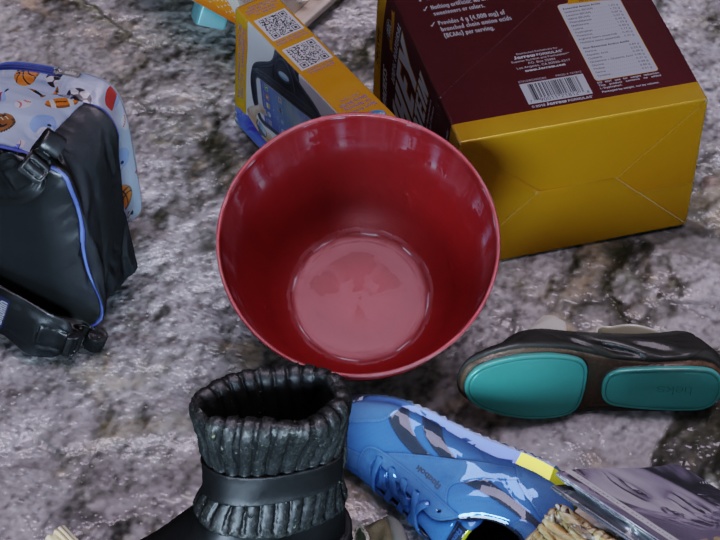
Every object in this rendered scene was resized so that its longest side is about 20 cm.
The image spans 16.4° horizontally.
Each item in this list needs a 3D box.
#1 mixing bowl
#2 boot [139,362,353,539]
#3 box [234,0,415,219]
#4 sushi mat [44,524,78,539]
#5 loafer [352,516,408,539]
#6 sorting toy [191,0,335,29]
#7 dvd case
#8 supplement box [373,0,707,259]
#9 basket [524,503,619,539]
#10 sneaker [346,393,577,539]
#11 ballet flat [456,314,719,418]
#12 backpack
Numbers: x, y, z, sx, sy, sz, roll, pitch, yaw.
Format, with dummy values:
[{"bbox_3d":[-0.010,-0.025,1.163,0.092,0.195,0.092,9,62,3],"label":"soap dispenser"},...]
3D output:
[{"bbox_3d":[0.000,0.000,1.776,0.199,0.108,0.201,-1,67,2],"label":"mixing bowl"},{"bbox_3d":[-0.099,0.152,1.606,0.211,0.158,0.079,-25,50,-18],"label":"boot"},{"bbox_3d":[-0.028,-0.105,1.887,0.041,0.119,0.200,-23,51,-24],"label":"box"},{"bbox_3d":[-0.148,0.254,1.551,0.200,0.012,0.096,45,48,5],"label":"sushi mat"},{"bbox_3d":[-0.012,0.237,1.589,0.069,0.075,0.200,11,47,2],"label":"loafer"},{"bbox_3d":[-0.109,-0.270,2.063,0.180,0.107,0.200,23,49,28],"label":"sorting toy"},{"bbox_3d":[0.225,0.171,1.621,0.148,0.016,0.200,33,14,27],"label":"dvd case"},{"bbox_3d":[0.132,-0.132,1.911,0.196,0.133,0.200,-11,48,-12],"label":"supplement box"},{"bbox_3d":[0.179,0.265,1.583,0.200,0.149,0.143,31,85,24],"label":"basket"},{"bbox_3d":[0.048,0.146,1.687,0.199,0.066,0.079,21,52,16],"label":"sneaker"},{"bbox_3d":[0.160,0.068,1.774,0.199,0.068,0.069,4,35,-14],"label":"ballet flat"},{"bbox_3d":[-0.258,-0.063,1.795,0.190,0.201,0.154,11,41,17],"label":"backpack"}]
